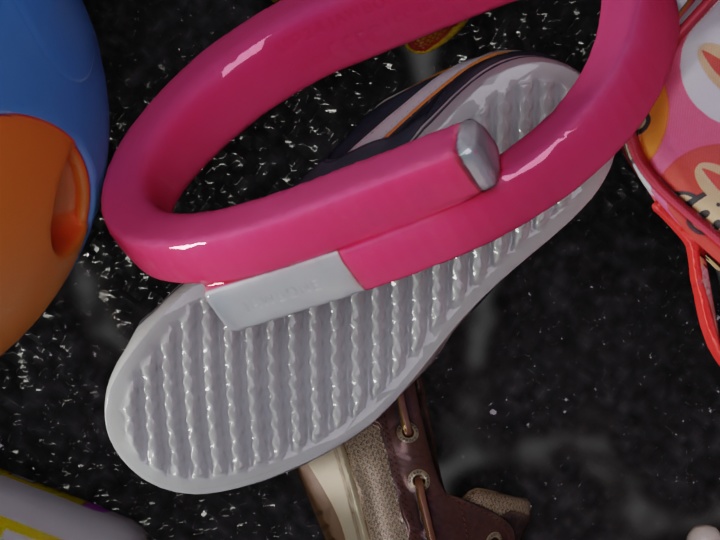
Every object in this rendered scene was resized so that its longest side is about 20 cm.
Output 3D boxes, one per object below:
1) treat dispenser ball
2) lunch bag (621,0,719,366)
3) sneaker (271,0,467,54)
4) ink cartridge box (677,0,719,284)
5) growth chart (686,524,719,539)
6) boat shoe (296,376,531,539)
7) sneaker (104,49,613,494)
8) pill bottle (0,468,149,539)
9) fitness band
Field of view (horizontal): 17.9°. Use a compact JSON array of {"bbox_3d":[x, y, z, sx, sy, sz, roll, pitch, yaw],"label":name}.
[{"bbox_3d":[-0.184,-0.049,0.762,0.200,0.201,0.202,0,90,3],"label":"treat dispenser ball"},{"bbox_3d":[0.182,-0.026,0.720,0.200,0.082,0.176,42,94,2],"label":"lunch bag"},{"bbox_3d":[-0.048,-0.137,0.821,0.200,0.073,0.077,30,134,15],"label":"sneaker"},{"bbox_3d":[0.216,-0.054,0.801,0.199,0.085,0.145,-17,89,4],"label":"ink cartridge box"},{"bbox_3d":[0.214,0.134,0.837,0.199,0.018,0.145,-8,89,2],"label":"growth chart"},{"bbox_3d":[0.029,0.100,0.820,0.072,0.072,0.201,-23,82,1],"label":"boat shoe"},{"bbox_3d":[0.000,0.000,0.784,0.200,0.079,0.079,-36,102,4],"label":"sneaker"},{"bbox_3d":[-0.183,0.105,0.812,0.199,0.104,0.105,21,91,3],"label":"pill bottle"},{"bbox_3d":[0.005,-0.054,0.726,0.199,0.144,0.037,-18,126,26],"label":"fitness band"}]
